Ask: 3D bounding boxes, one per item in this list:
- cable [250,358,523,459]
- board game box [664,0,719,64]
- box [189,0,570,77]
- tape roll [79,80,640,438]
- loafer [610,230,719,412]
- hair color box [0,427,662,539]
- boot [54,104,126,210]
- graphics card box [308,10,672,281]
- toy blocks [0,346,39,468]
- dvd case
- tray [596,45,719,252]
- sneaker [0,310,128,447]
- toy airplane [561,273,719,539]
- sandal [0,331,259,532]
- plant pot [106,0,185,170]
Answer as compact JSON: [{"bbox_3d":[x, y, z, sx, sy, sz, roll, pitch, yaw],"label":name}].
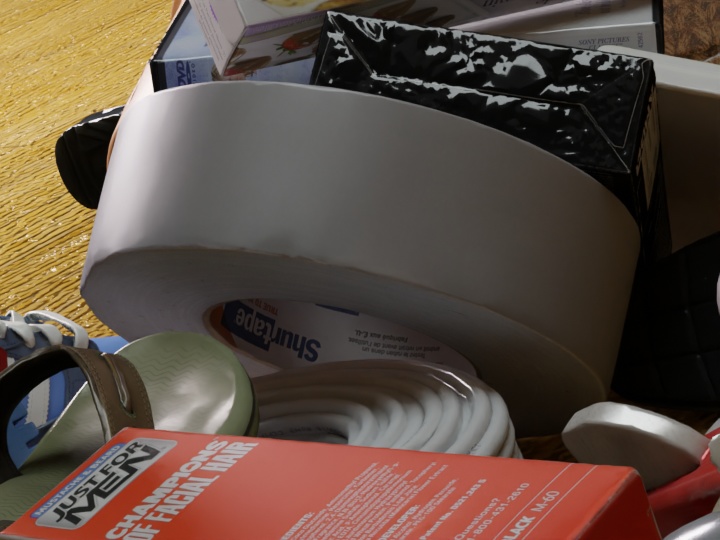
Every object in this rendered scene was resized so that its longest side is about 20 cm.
[{"bbox_3d":[-0.039,0.090,1.029,0.200,0.069,0.200,-13,15,2],"label":"cable"},{"bbox_3d":[0.109,-0.111,1.567,0.159,0.097,0.200,-22,17,-28],"label":"board game box"},{"bbox_3d":[0.033,-0.117,1.141,0.200,0.041,0.039,-13,-21,-24],"label":"box"},{"bbox_3d":[0.000,0.000,1.109,0.200,0.066,0.200,11,-17,4],"label":"tape roll"},{"bbox_3d":[0.188,0.014,1.137,0.200,0.073,0.072,-13,-14,20],"label":"loafer"},{"bbox_3d":[0.002,0.109,0.833,0.200,0.111,0.064,1,32,43],"label":"hair color box"},{"bbox_3d":[-0.055,-0.098,1.697,0.200,0.077,0.168,-9,19,39],"label":"boot"},{"bbox_3d":[0.054,-0.032,1.161,0.125,0.051,0.200,10,-17,12],"label":"graphics card box"},{"bbox_3d":[-0.179,0.078,1.091,0.137,0.100,0.200,-30,-5,-33],"label":"toy blocks"},{"bbox_3d":[0.023,-0.104,1.215,0.200,0.018,0.143,-4,19,6],"label":"dvd case"},{"bbox_3d":[0.126,-0.044,1.190,0.107,0.022,0.200,11,-17,8],"label":"tray"},{"bbox_3d":[-0.171,0.020,1.245,0.200,0.147,0.081,-22,18,-28],"label":"sneaker"},{"bbox_3d":[0.140,0.042,0.902,0.199,0.141,0.200,-31,28,2],"label":"toy airplane"},{"bbox_3d":[-0.094,0.056,0.952,0.080,0.057,0.201,-7,16,25],"label":"sandal"},{"bbox_3d":[-0.021,-0.059,1.356,0.200,0.200,0.140,-1,37,40],"label":"plant pot"}]
